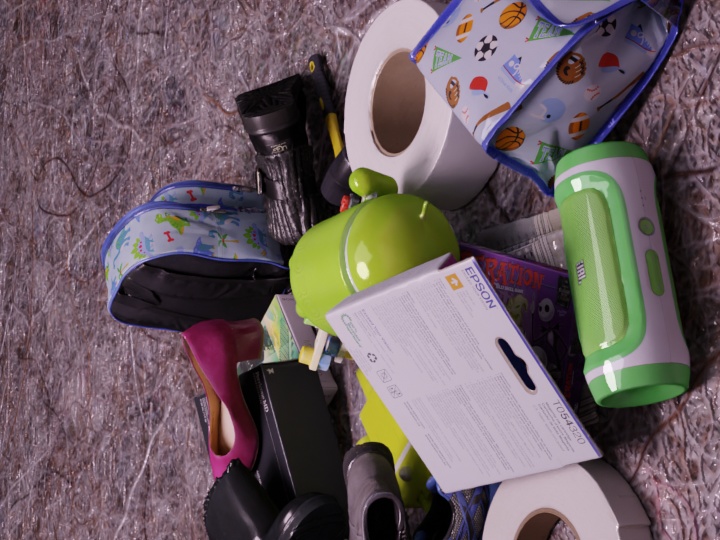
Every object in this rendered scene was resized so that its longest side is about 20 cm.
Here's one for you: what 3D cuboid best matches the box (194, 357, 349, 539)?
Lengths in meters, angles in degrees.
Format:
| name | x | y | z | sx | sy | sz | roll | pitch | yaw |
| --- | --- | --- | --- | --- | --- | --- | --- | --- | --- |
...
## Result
| name | x | y | z | sx | sy | sz | roll | pitch | yaw |
| --- | --- | --- | --- | --- | --- | --- | --- | --- | --- |
| box | -0.091 | 0.209 | 1.682 | 0.141 | 0.079 | 0.201 | -28 | 74 | 50 |

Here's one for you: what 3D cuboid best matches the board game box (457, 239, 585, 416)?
| name | x | y | z | sx | sy | sz | roll | pitch | yaw |
| --- | --- | --- | --- | --- | --- | --- | --- | --- | --- |
| board game box | 0.128 | 0.046 | 1.374 | 0.200 | 0.032 | 0.121 | 17 | 98 | 56 |

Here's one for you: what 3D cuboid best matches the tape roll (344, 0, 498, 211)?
| name | x | y | z | sx | sy | sz | roll | pitch | yaw |
| --- | --- | --- | --- | --- | --- | --- | --- | --- | --- |
| tape roll | 0.062 | -0.160 | 1.520 | 0.202 | 0.071 | 0.203 | -10 | 79 | 59 |

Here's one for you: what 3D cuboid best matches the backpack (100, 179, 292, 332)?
| name | x | y | z | sx | sy | sz | roll | pitch | yaw |
| --- | --- | --- | --- | --- | --- | --- | --- | --- | --- |
| backpack | -0.197 | -0.012 | 1.814 | 0.183 | 0.199 | 0.147 | -52 | 42 | 45 |

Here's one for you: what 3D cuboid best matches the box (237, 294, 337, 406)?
| name | x | y | z | sx | sy | sz | roll | pitch | yaw |
| --- | --- | --- | --- | --- | --- | --- | --- | --- | --- |
| box | -0.099 | 0.147 | 1.792 | 0.200 | 0.036 | 0.145 | -60 | 40 | 34 |

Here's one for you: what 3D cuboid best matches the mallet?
| name | x | y | z | sx | sy | sz | roll | pitch | yaw |
| --- | --- | --- | --- | --- | --- | --- | --- | --- | --- |
| mallet | -0.027 | -0.168 | 1.710 | 0.066 | 0.041 | 0.201 | -49 | 42 | 47 |

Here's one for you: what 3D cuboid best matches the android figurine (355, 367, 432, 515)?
| name | x | y | z | sx | sy | sz | roll | pitch | yaw |
| --- | --- | --- | --- | --- | --- | --- | --- | --- | --- |
| android figurine | 0.050 | 0.149 | 1.532 | 0.182 | 0.041 | 0.200 | -63 | 36 | 38 |

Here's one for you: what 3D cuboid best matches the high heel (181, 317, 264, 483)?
| name | x | y | z | sx | sy | sz | roll | pitch | yaw |
| --- | --- | --- | --- | --- | --- | --- | --- | --- | --- |
| high heel | -0.154 | 0.145 | 1.616 | 0.067 | 0.096 | 0.201 | 31 | 118 | 43 |

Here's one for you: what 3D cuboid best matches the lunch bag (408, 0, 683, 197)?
| name | x | y | z | sx | sy | sz | roll | pitch | yaw |
| --- | --- | --- | --- | --- | --- | --- | --- | --- | --- |
| lunch bag | 0.159 | -0.198 | 1.313 | 0.200 | 0.124 | 0.170 | -48 | 42 | 16 |

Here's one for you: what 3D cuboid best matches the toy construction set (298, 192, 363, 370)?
| name | x | y | z | sx | sy | sz | roll | pitch | yaw |
| --- | --- | --- | --- | --- | --- | --- | --- | --- | --- |
| toy construction set | 0.000 | 0.000 | 1.586 | 0.200 | 0.092 | 0.131 | -51 | 20 | 34 |

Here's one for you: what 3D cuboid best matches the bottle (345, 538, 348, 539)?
| name | x | y | z | sx | sy | sz | roll | pitch | yaw |
| --- | --- | --- | --- | --- | --- | --- | --- | --- | --- |
| bottle | -0.003 | 0.371 | 1.561 | 0.083 | 0.065 | 0.201 | -38 | 59 | 46 |

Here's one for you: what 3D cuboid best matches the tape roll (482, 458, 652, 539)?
| name | x | y | z | sx | sy | sz | roll | pitch | yaw |
| --- | --- | --- | --- | --- | --- | --- | --- | --- | --- |
| tape roll | 0.172 | 0.254 | 1.319 | 0.203 | 0.037 | 0.204 | -12 | 77 | 59 |

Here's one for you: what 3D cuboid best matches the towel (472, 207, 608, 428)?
| name | x | y | z | sx | sy | sz | roll | pitch | yaw |
| --- | --- | --- | --- | --- | --- | --- | --- | --- | --- |
| towel | 0.145 | 0.051 | 1.390 | 0.192 | 0.034 | 0.201 | -23 | 66 | 57 |

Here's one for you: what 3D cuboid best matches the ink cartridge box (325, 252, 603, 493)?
| name | x | y | z | sx | sy | sz | roll | pitch | yaw |
| --- | --- | --- | --- | --- | --- | --- | --- | --- | --- |
| ink cartridge box | 0.090 | 0.085 | 1.302 | 0.200 | 0.043 | 0.197 | -23 | 104 | 48 |

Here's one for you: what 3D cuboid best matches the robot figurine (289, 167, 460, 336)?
| name | x | y | z | sx | sy | sz | roll | pitch | yaw |
| --- | --- | --- | --- | --- | --- | --- | --- | --- | --- |
| robot figurine | 0.012 | -0.003 | 1.428 | 0.200 | 0.115 | 0.176 | -21 | 75 | 57 |

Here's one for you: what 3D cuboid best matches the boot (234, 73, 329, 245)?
| name | x | y | z | sx | sy | sz | roll | pitch | yaw |
| --- | --- | --- | --- | --- | --- | --- | --- | --- | --- |
| boot | -0.084 | -0.125 | 1.759 | 0.211 | 0.079 | 0.158 | -88 | -19 | -69 |

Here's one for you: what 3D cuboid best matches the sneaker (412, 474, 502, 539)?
| name | x | y | z | sx | sy | sz | roll | pitch | yaw |
| --- | --- | --- | --- | --- | --- | --- | --- | --- | --- |
| sneaker | 0.079 | 0.266 | 1.433 | 0.075 | 0.078 | 0.201 | 16 | 100 | 60 |

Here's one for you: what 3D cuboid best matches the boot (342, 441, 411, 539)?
| name | x | y | z | sx | sy | sz | roll | pitch | yaw |
| --- | --- | --- | --- | --- | --- | --- | --- | --- | --- |
| boot | 0.021 | 0.272 | 1.453 | 0.132 | 0.069 | 0.201 | -107 | 2 | -67 |

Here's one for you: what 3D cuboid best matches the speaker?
| name | x | y | z | sx | sy | sz | roll | pitch | yaw |
| --- | --- | --- | --- | --- | --- | --- | --- | --- | --- |
| speaker | 0.207 | 0.003 | 1.243 | 0.088 | 0.088 | 0.201 | -33 | 59 | 53 |

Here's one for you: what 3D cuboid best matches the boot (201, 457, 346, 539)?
| name | x | y | z | sx | sy | sz | roll | pitch | yaw |
| --- | --- | --- | --- | --- | --- | --- | --- | --- | --- |
| boot | -0.091 | 0.252 | 1.554 | 0.163 | 0.073 | 0.199 | 49 | 142 | 39 |
